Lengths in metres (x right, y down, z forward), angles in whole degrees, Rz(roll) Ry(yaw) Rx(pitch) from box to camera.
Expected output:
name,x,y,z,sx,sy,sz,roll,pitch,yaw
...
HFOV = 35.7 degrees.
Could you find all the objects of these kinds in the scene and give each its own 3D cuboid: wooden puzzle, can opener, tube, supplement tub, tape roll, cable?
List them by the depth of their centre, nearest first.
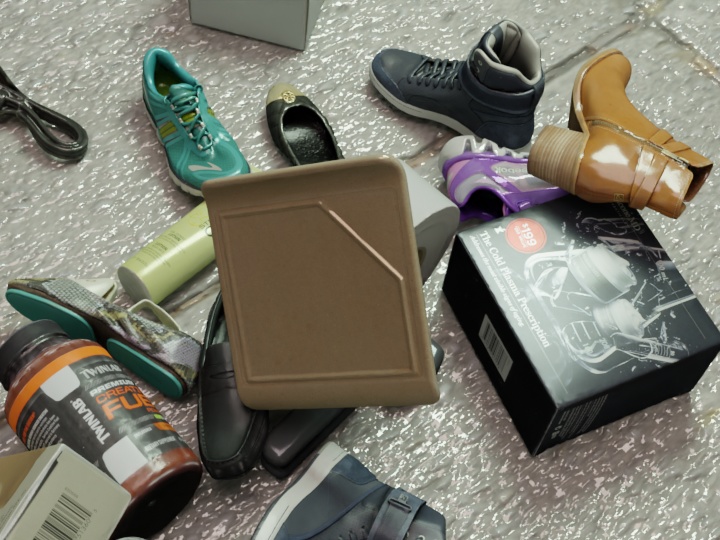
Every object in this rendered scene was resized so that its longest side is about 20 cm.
name,x,y,z,sx,sy,sz,roll,pitch,yaw
wooden puzzle,-0.031,0.014,0.898,0.183,0.202,0.037,-5,12,28
supplement tub,-0.234,0.134,0.963,0.107,0.107,0.200,-37,67,-24
tape roll,0.000,0.000,1.010,0.071,0.203,0.202,40,63,14
can opener,-0.003,0.120,1.022,0.067,0.054,0.200,38,64,19
tube,-0.153,-0.041,1.116,0.200,0.052,0.058,-40,96,-30
cable,-0.377,-0.173,1.199,0.198,0.051,0.098,25,41,-3

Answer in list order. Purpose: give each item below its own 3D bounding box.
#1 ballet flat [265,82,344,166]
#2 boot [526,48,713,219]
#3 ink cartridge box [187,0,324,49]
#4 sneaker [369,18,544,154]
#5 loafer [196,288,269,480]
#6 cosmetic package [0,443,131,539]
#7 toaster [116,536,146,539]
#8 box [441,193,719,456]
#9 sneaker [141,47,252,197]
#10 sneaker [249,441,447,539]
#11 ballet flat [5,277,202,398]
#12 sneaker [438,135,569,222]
name,x,y,z,sx,sy,sz,roll,pitch,yaw
ballet flat,-0.046,-0.127,1.172,0.066,0.057,0.201,-19,61,-17
boot,0.268,-0.129,1.083,0.154,0.074,0.201,21,55,23
ink cartridge box,-0.102,-0.387,1.280,0.145,0.147,0.201,15,57,4
sneaker,0.103,-0.217,1.183,0.201,0.147,0.077,29,61,15
loafer,-0.117,0.093,0.996,0.067,0.071,0.202,-9,44,8
cosmetic package,-0.269,0.202,0.862,0.071,0.199,0.106,43,54,-21
toaster,-0.165,0.302,0.853,0.200,0.114,0.129,39,66,18
box,0.204,0.040,1.060,0.181,0.104,0.201,-19,61,-17
sneaker,-0.179,-0.151,1.157,0.077,0.080,0.200,-27,58,-18
sneaker,-0.011,0.235,0.908,0.145,0.077,0.202,31,37,12
ballet flat,-0.231,0.047,1.042,0.199,0.072,0.072,28,59,6
sneaker,0.175,-0.078,1.145,0.198,0.081,0.089,5,51,5
